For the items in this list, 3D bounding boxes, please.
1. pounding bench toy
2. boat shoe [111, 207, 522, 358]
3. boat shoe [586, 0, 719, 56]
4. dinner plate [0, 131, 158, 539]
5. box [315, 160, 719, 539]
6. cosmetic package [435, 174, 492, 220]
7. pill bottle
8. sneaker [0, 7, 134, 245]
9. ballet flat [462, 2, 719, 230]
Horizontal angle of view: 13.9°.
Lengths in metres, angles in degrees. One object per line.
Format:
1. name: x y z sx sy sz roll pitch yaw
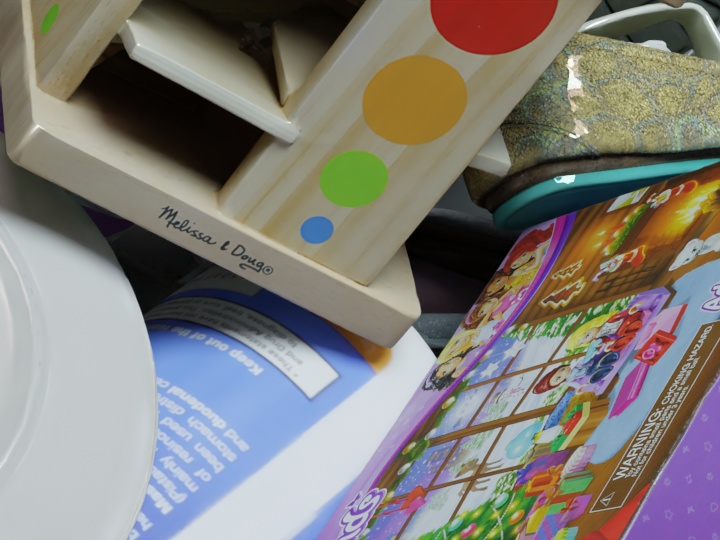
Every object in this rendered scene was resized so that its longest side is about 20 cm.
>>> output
1. pounding bench toy: -0.033 -0.108 0.775 0.200 0.156 0.124 27 28 -25
2. boat shoe: 0.000 0.001 0.922 0.202 0.065 0.074 18 45 18
3. boat shoe: 0.110 -0.092 0.949 0.199 0.076 0.074 -6 16 -9
4. dinner plate: -0.146 0.020 0.734 0.200 0.024 0.201 9 56 -14
5. box: 0.052 0.052 0.747 0.039 0.137 0.200 48 53 -18
6. cosmetic package: 0.121 -0.057 1.014 0.113 0.081 0.200 31 48 15
7. pill bottle: -0.067 0.087 0.803 0.112 0.112 0.200 38 49 18
8. sneaker: -0.142 -0.052 0.852 0.200 0.114 0.073 26 32 -29
9. ballet flat: 0.117 -0.048 0.887 0.200 0.071 0.071 0 48 -29
